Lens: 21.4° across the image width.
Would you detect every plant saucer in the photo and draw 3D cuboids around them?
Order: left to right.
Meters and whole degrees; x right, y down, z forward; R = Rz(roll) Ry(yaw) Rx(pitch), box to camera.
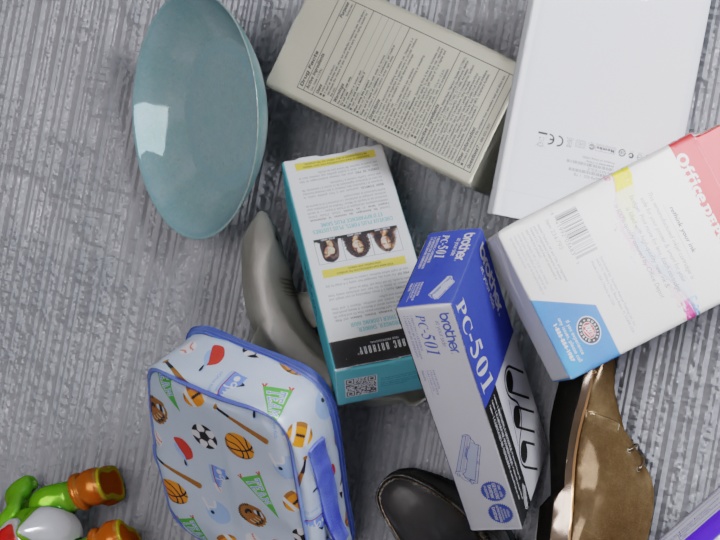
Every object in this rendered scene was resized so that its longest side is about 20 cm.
[{"bbox_3d":[-0.121,-0.126,1.538,0.201,0.039,0.201,10,102,55],"label":"plant saucer"}]

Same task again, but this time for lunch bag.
[{"bbox_3d":[-0.078,0.146,1.452,0.160,0.076,0.200,18,135,30],"label":"lunch bag"}]

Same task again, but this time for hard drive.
[{"bbox_3d":[0.175,-0.127,1.389,0.132,0.027,0.200,11,91,-9],"label":"hard drive"}]

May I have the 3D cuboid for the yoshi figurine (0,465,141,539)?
[{"bbox_3d":[-0.281,0.239,1.598,0.200,0.112,0.112,-22,116,9],"label":"yoshi figurine"}]

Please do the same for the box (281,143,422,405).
[{"bbox_3d":[0.000,0.000,1.435,0.082,0.049,0.200,-11,55,-6],"label":"box"}]

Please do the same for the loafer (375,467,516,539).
[{"bbox_3d":[0.082,0.217,1.414,0.200,0.072,0.073,38,103,25],"label":"loafer"}]

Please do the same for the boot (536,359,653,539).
[{"bbox_3d":[0.177,0.132,1.392,0.075,0.074,0.200,8,83,-3],"label":"boot"}]

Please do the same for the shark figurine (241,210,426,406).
[{"bbox_3d":[-0.039,0.067,1.477,0.214,0.089,0.128,38,116,20],"label":"shark figurine"}]

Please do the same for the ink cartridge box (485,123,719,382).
[{"bbox_3d":[0.203,-0.017,1.342,0.200,0.067,0.116,-26,87,-7],"label":"ink cartridge box"}]

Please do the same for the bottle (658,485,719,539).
[{"bbox_3d":[0.277,0.180,1.316,0.083,0.065,0.200,39,107,-20],"label":"bottle"}]

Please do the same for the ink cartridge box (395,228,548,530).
[{"bbox_3d":[0.083,0.079,1.356,0.044,0.094,0.200,-5,123,23],"label":"ink cartridge box"}]

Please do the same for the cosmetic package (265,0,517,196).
[{"bbox_3d":[0.038,-0.144,1.469,0.200,0.071,0.105,30,97,25],"label":"cosmetic package"}]
